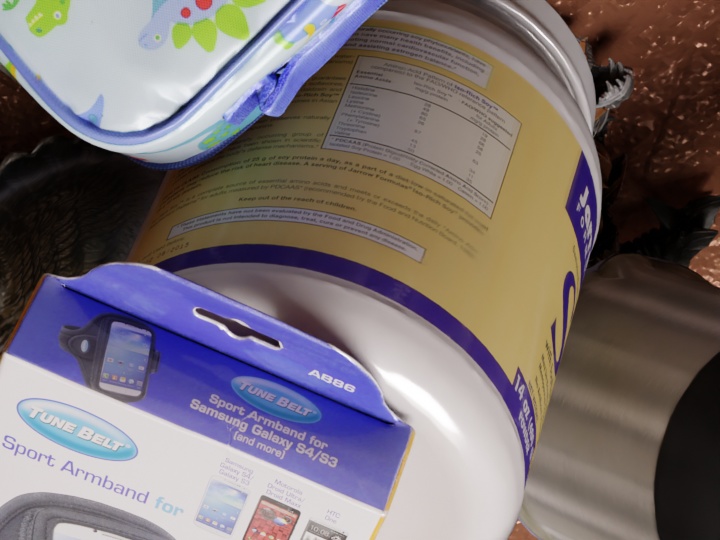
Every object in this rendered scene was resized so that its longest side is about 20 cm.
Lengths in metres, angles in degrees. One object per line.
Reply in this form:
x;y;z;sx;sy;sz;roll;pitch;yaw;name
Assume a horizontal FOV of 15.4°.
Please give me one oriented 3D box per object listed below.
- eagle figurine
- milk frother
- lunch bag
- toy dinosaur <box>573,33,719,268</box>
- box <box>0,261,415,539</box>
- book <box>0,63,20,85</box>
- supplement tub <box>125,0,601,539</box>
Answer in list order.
-0.138;-0.005;0.977;0.151;0.151;0.201;-15;129;-13;eagle figurine
0.096;0.090;0.896;0.199;0.188;0.181;10;94;-27;milk frother
-0.043;-0.138;0.802;0.200;0.161;0.082;-44;171;6;lunch bag
0.070;-0.009;1.061;0.135;0.103;0.200;19;152;-6;toy dinosaur
-0.063;0.083;0.806;0.119;0.042;0.200;22;137;-1;box
-0.087;-0.125;0.929;0.133;0.048;0.200;-36;130;21;book
0.000;0.000;0.875;0.145;0.200;0.146;10;134;11;supplement tub
